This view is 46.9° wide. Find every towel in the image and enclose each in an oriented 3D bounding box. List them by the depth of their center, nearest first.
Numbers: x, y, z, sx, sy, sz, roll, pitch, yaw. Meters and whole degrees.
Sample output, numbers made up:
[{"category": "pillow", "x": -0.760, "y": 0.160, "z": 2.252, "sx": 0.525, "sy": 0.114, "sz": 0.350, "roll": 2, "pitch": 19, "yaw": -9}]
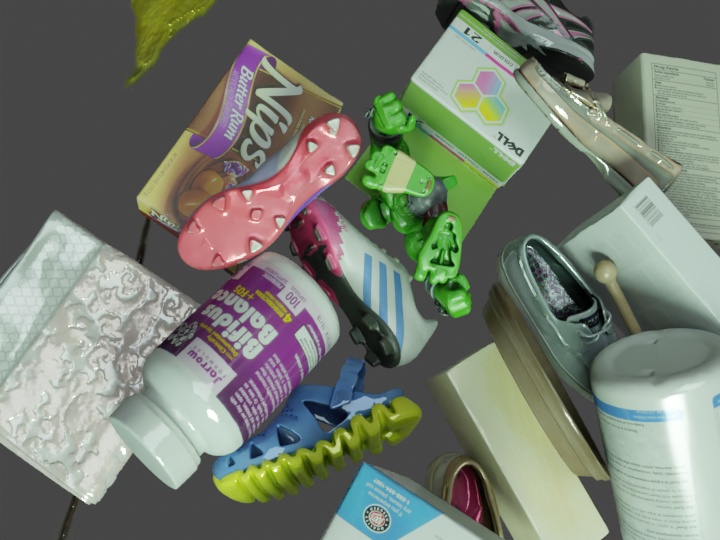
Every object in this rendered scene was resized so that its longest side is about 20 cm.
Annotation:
[{"category": "towel", "x": -0.259, "y": 0.073, "z": 0.755, "sx": 0.189, "sy": 0.032, "sz": 0.202, "roll": 34, "pitch": 73, "yaw": -2}]

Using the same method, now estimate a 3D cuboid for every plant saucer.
[{"category": "plant saucer", "x": 0.166, "y": 0.104, "z": 0.762, "sx": 0.029, "sy": 0.200, "sz": 0.203, "roll": -31, "pitch": 83, "yaw": 9}]

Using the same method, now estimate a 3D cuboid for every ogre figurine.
[{"category": "ogre figurine", "x": 0.051, "y": -0.062, "z": 0.782, "sx": 0.098, "sy": 0.120, "sz": 0.201, "roll": -41, "pitch": 100, "yaw": 3}]

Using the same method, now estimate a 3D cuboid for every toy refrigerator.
[{"category": "toy refrigerator", "x": 0.148, "y": 0.173, "z": 0.791, "sx": 0.069, "sy": 0.076, "sz": 0.203, "roll": -27, "pitch": 82, "yaw": -17}]

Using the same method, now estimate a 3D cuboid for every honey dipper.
[{"category": "honey dipper", "x": 0.282, "y": 0.079, "z": 0.830, "sx": 0.038, "sy": 0.038, "sz": 0.202, "roll": -36, "pitch": 105, "yaw": -18}]

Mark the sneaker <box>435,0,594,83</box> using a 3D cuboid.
[{"category": "sneaker", "x": 0.174, "y": -0.278, "z": 0.919, "sx": 0.197, "sy": 0.080, "sz": 0.088, "roll": 26, "pitch": 65, "yaw": -15}]

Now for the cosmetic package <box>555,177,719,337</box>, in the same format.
[{"category": "cosmetic package", "x": 0.299, "y": 0.022, "z": 0.821, "sx": 0.051, "sy": 0.151, "sz": 0.201, "roll": -39, "pitch": 86, "yaw": -20}]

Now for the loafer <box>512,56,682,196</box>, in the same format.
[{"category": "loafer", "x": 0.234, "y": -0.144, "z": 0.813, "sx": 0.199, "sy": 0.072, "sz": 0.063, "roll": 41, "pitch": 112, "yaw": -16}]

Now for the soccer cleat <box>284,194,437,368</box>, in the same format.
[{"category": "soccer cleat", "x": 0.000, "y": 0.000, "z": 0.817, "sx": 0.086, "sy": 0.070, "sz": 0.202, "roll": -28, "pitch": 83, "yaw": -36}]

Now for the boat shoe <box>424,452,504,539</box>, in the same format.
[{"category": "boat shoe", "x": 0.100, "y": 0.270, "z": 0.759, "sx": 0.072, "sy": 0.069, "sz": 0.205, "roll": -7, "pitch": 77, "yaw": -13}]

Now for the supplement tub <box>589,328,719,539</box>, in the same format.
[{"category": "supplement tub", "x": 0.290, "y": 0.168, "z": 0.760, "sx": 0.129, "sy": 0.132, "sz": 0.204, "roll": -18, "pitch": 104, "yaw": -15}]

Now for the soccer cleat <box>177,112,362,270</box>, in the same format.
[{"category": "soccer cleat", "x": -0.081, "y": -0.071, "z": 0.761, "sx": 0.199, "sy": 0.076, "sz": 0.067, "roll": -40, "pitch": 102, "yaw": -2}]

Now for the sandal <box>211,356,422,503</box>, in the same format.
[{"category": "sandal", "x": -0.046, "y": 0.145, "z": 0.765, "sx": 0.197, "sy": 0.080, "sz": 0.088, "roll": -21, "pitch": 61, "yaw": -17}]

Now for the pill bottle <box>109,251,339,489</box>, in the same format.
[{"category": "pill bottle", "x": -0.118, "y": 0.087, "z": 0.726, "sx": 0.112, "sy": 0.112, "sz": 0.200, "roll": 43, "pitch": 63, "yaw": 2}]

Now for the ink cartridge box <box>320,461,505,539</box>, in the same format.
[{"category": "ink cartridge box", "x": 0.029, "y": 0.285, "z": 0.662, "sx": 0.145, "sy": 0.146, "sz": 0.202, "roll": 28, "pitch": 83, "yaw": 23}]

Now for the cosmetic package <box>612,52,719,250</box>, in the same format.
[{"category": "cosmetic package", "x": 0.338, "y": -0.123, "z": 0.907, "sx": 0.101, "sy": 0.073, "sz": 0.205, "roll": 6, "pitch": 75, "yaw": -10}]

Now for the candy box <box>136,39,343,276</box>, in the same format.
[{"category": "candy box", "x": -0.116, "y": -0.111, "z": 0.819, "sx": 0.116, "sy": 0.056, "sz": 0.202, "roll": 33, "pitch": 73, "yaw": -2}]

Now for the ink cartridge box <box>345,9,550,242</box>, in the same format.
[{"category": "ink cartridge box", "x": 0.100, "y": -0.139, "z": 0.860, "sx": 0.147, "sy": 0.076, "sz": 0.201, "roll": 36, "pitch": 71, "yaw": -1}]

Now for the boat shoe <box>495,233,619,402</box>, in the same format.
[{"category": "boat shoe", "x": 0.214, "y": 0.050, "z": 0.837, "sx": 0.070, "sy": 0.072, "sz": 0.202, "roll": -36, "pitch": 86, "yaw": -17}]
